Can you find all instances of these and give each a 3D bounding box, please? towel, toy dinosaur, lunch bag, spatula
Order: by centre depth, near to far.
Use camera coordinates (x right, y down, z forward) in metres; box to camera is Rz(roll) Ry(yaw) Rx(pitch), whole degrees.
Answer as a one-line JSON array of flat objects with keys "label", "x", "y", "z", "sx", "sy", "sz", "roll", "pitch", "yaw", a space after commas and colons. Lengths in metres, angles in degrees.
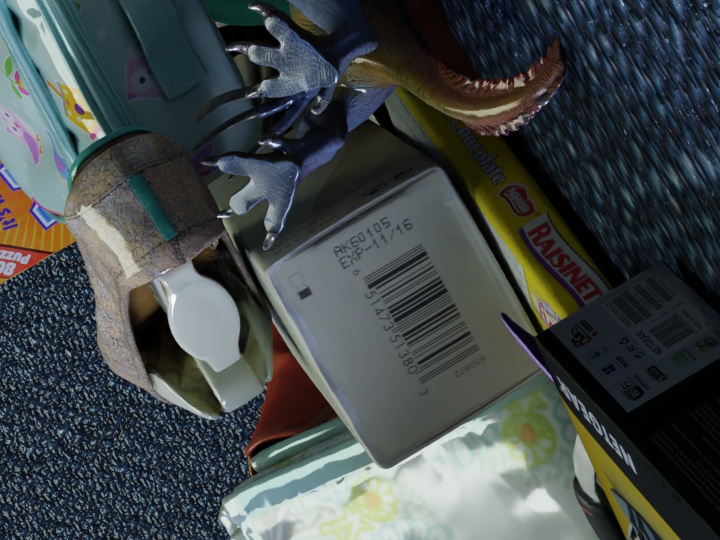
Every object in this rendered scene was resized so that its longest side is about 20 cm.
[{"label": "toy dinosaur", "x": -0.001, "y": -0.080, "z": 0.911, "sx": 0.182, "sy": 0.199, "sz": 0.105, "roll": -53, "pitch": -32, "yaw": -55}, {"label": "spatula", "x": 0.084, "y": 0.069, "z": 0.927, "sx": 0.057, "sy": 0.021, "sz": 0.200, "roll": 49, "pitch": 171, "yaw": 29}, {"label": "lunch bag", "x": -0.125, "y": -0.115, "z": 1.007, "sx": 0.201, "sy": 0.077, "sz": 0.160, "roll": 62, "pitch": 161, "yaw": -16}, {"label": "towel", "x": 0.051, "y": 0.129, "z": 1.081, "sx": 0.172, "sy": 0.200, "sz": 0.048, "roll": 58, "pitch": -143, "yaw": -8}]

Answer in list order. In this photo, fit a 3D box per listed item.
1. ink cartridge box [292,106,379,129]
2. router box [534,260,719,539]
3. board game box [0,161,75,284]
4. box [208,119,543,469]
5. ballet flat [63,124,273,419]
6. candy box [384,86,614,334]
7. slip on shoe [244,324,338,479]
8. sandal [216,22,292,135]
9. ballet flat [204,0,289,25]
[{"label": "ink cartridge box", "x": 0.019, "y": -0.020, "z": 1.247, "sx": 0.161, "sy": 0.050, "sz": 0.200, "roll": 59, "pitch": 159, "yaw": 10}, {"label": "router box", "x": 0.137, "y": 0.107, "z": 0.767, "sx": 0.158, "sy": 0.052, "sz": 0.200, "roll": 64, "pitch": 173, "yaw": -30}, {"label": "board game box", "x": -0.186, "y": -0.159, "z": 1.413, "sx": 0.200, "sy": 0.199, "sz": 0.200, "roll": 54, "pitch": 171, "yaw": 45}, {"label": "box", "x": 0.000, "y": 0.000, "z": 1.028, "sx": 0.095, "sy": 0.078, "sz": 0.200, "roll": 60, "pitch": 176, "yaw": -16}, {"label": "ballet flat", "x": -0.066, "y": 0.018, "z": 0.972, "sx": 0.067, "sy": 0.068, "sz": 0.200, "roll": 51, "pitch": 174, "yaw": 23}, {"label": "candy box", "x": 0.066, "y": 0.000, "z": 0.967, "sx": 0.200, "sy": 0.026, "sz": 0.102, "roll": 56, "pitch": 172, "yaw": 32}, {"label": "slip on shoe", "x": -0.022, "y": 0.081, "z": 1.218, "sx": 0.061, "sy": 0.074, "sz": 0.201, "roll": 36, "pitch": -141, "yaw": -39}, {"label": "sandal", "x": -0.063, "y": -0.090, "z": 1.241, "sx": 0.200, "sy": 0.054, "sz": 0.082, "roll": -102, "pitch": 18, "yaw": -52}, {"label": "ballet flat", "x": -0.050, "y": -0.153, "z": 1.069, "sx": 0.073, "sy": 0.073, "sz": 0.200, "roll": 59, "pitch": 180, "yaw": 7}]
